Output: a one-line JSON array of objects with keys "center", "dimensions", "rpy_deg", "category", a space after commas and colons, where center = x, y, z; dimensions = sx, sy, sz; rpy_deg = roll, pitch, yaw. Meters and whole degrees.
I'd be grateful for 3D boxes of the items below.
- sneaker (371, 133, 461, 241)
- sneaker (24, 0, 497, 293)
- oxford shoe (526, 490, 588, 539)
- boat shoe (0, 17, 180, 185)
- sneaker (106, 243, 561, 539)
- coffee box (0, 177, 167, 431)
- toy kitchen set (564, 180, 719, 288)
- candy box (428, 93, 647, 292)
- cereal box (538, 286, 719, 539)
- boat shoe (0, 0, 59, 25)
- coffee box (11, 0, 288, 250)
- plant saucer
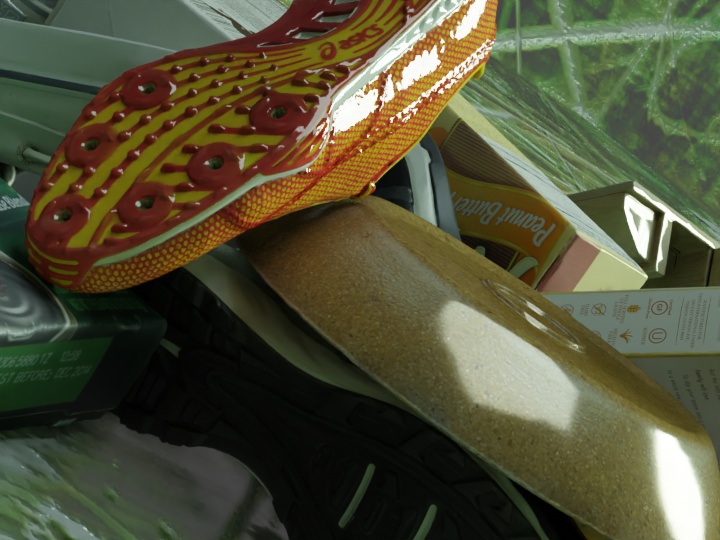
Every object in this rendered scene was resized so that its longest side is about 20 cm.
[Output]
[{"center": [0.000, 0.000, 0.843], "dimensions": [0.082, 0.072, 0.201], "rpy_deg": [-5, 33, -6], "category": "sneaker"}, {"center": [-0.020, -0.042, 0.619], "dimensions": [0.073, 0.078, 0.200], "rpy_deg": [30, 50, 32], "category": "sneaker"}, {"center": [0.023, 0.069, 0.705], "dimensions": [0.200, 0.072, 0.071], "rpy_deg": [41, 13, 27], "category": "oxford shoe"}, {"center": [-0.134, -0.054, 0.685], "dimensions": [0.198, 0.066, 0.072], "rpy_deg": [11, 2, 18], "category": "boat shoe"}, {"center": [-0.005, 0.051, 0.646], "dimensions": [0.200, 0.074, 0.079], "rpy_deg": [39, 24, 16], "category": "sneaker"}, {"center": [-0.163, -0.029, 0.593], "dimensions": [0.200, 0.044, 0.123], "rpy_deg": [40, 13, 17], "category": "coffee box"}, {"center": [0.183, 0.062, 1.224], "dimensions": [0.199, 0.182, 0.163], "rpy_deg": [-10, -33, 45], "category": "toy kitchen set"}, {"center": [0.040, -0.009, 0.951], "dimensions": [0.055, 0.116, 0.200], "rpy_deg": [27, 15, -36], "category": "candy box"}, {"center": [0.165, 0.061, 0.787], "dimensions": [0.198, 0.040, 0.144], "rpy_deg": [-2, -39, 24], "category": "cereal box"}, {"center": [-0.098, -0.139, 0.834], "dimensions": [0.072, 0.069, 0.200], "rpy_deg": [48, 20, 9], "category": "boat shoe"}, {"center": [-0.072, -0.058, 0.818], "dimensions": [0.080, 0.113, 0.200], "rpy_deg": [39, 10, 11], "category": "coffee box"}, {"center": [0.050, 0.029, 0.665], "dimensions": [0.199, 0.036, 0.200], "rpy_deg": [34, 7, -5], "category": "plant saucer"}]
